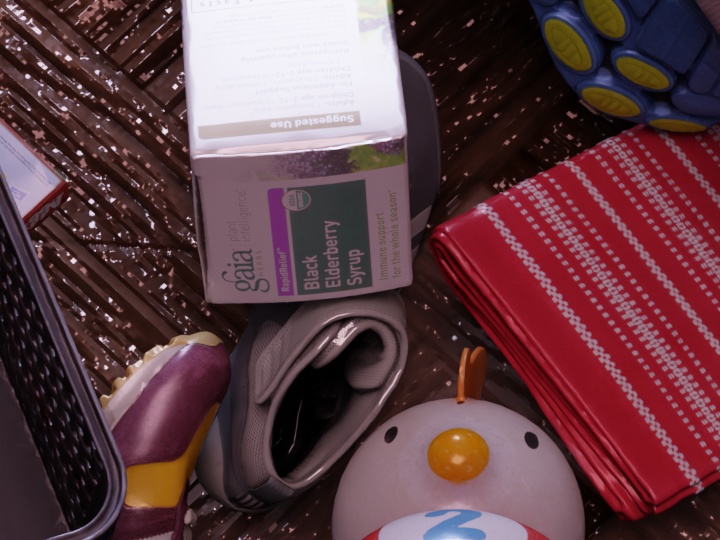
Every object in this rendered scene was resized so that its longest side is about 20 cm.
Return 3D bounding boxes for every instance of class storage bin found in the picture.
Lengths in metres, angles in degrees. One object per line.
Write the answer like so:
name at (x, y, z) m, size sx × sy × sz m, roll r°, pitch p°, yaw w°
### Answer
storage bin at (-0.176, 0.037, 0.957) m, size 0.134 × 0.094 × 0.201 m, roll -16°, pitch 66°, yaw -21°

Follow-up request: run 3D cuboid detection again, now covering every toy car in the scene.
toy car at (0.035, 0.104, 1.007) m, size 0.183 × 0.177 × 0.201 m, roll -1°, pitch 54°, yaw 3°

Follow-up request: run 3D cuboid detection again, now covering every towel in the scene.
towel at (0.141, 0.002, 1.094) m, size 0.199 × 0.023 × 0.145 m, roll -26°, pitch 66°, yaw -26°

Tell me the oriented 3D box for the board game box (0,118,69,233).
board game box at (-0.216, -0.063, 1.070) m, size 0.200 × 0.019 × 0.103 m, roll 43°, pitch 72°, yaw 13°

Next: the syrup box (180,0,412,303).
syrup box at (-0.027, -0.087, 1.058) m, size 0.081 × 0.079 × 0.201 m, roll -6°, pitch 47°, yaw -1°

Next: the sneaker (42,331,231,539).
sneaker at (-0.082, 0.122, 1.032) m, size 0.090 × 0.075 × 0.201 m, roll 29°, pitch 94°, yaw 10°

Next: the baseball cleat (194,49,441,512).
baseball cleat at (0.000, 0.000, 1.077) m, size 0.069 × 0.106 × 0.201 m, roll 24°, pitch 73°, yaw -21°

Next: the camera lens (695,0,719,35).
camera lens at (0.169, -0.168, 1.015) m, size 0.160 × 0.160 × 0.200 m, roll -36°, pitch 93°, yaw -13°

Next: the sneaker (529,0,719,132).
sneaker at (0.084, -0.136, 1.083) m, size 0.200 × 0.071 × 0.083 m, roll 45°, pitch 44°, yaw -13°
